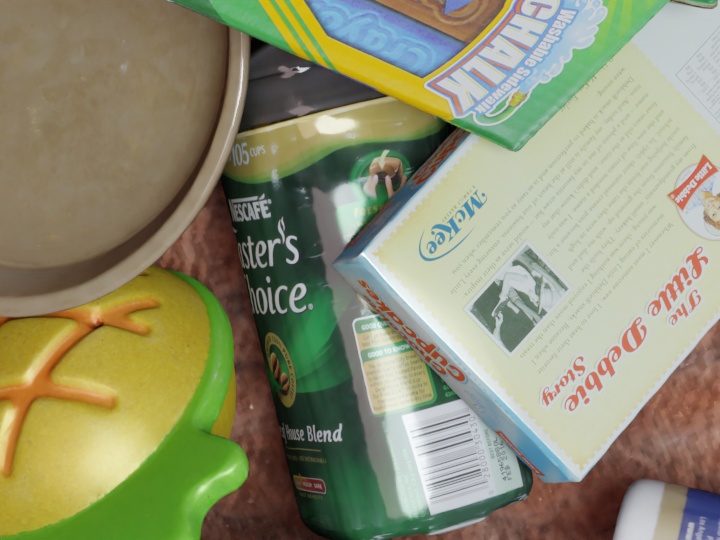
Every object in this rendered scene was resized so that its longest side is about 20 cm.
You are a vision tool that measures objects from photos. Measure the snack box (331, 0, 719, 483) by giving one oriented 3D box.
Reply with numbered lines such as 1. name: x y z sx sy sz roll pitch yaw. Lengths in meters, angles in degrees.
1. snack box: 0.098 -0.033 0.833 0.116 0.037 0.200 46 74 -9

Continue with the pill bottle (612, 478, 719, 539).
1. pill bottle: 0.185 0.152 0.837 0.200 0.111 0.111 13 97 9

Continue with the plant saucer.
1. plant saucer: -0.128 -0.083 0.849 0.200 0.029 0.201 1 92 22

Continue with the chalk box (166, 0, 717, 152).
1. chalk box: 0.037 -0.135 0.762 0.124 0.200 0.125 -44 42 29

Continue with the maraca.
1. maraca: -0.104 0.065 0.865 0.137 0.200 0.107 -36 122 6

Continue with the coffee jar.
1. coffee jar: 0.000 0.000 0.872 0.085 0.104 0.201 -14 92 -17
